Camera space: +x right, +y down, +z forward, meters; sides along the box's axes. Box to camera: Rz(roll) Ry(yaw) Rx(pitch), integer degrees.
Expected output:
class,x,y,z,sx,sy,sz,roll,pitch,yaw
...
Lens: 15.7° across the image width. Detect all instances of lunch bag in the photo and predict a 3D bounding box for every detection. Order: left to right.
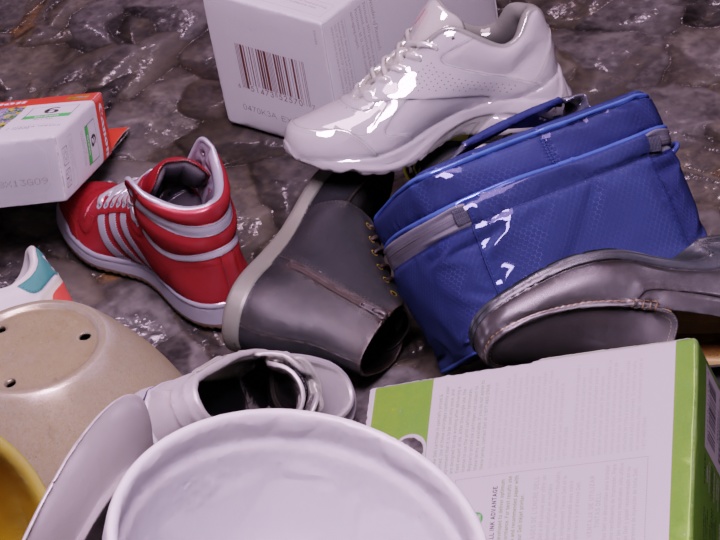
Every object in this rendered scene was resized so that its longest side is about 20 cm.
class,x,y,z,sx,sy,sz,roll,pitch,yaw
lunch bag,0.116,-0.034,1.621,0.199,0.133,0.136,-22,-4,-19

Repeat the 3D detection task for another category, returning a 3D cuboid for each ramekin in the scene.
class,x,y,z,sx,sy,sz,roll,pitch,yaw
ramekin,-0.038,0.177,1.340,0.199,0.105,0.201,7,38,-5

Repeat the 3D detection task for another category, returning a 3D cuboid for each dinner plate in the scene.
class,x,y,z,sx,sy,sz,roll,pitch,yaw
dinner plate,-0.148,0.162,1.368,0.024,0.201,0.200,21,43,12

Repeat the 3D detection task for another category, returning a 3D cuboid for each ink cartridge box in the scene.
class,x,y,z,sx,sy,sz,roll,pitch,yaw
ink cartridge box,-0.239,-0.092,1.850,0.108,0.051,0.200,-5,17,11
ink cartridge box,0.102,0.129,1.462,0.199,0.076,0.148,-9,52,21

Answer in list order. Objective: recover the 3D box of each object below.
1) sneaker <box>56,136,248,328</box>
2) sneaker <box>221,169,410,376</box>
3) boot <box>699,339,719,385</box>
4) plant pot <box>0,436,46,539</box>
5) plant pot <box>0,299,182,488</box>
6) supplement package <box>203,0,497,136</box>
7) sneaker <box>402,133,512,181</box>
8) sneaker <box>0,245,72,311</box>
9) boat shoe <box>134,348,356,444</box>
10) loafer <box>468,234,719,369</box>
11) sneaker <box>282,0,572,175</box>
class,x,y,z,sx,sy,sz,roll,pitch,yaw
sneaker,-0.146,-0.047,1.763,0.071,0.113,0.200,-33,41,-28
sneaker,0.000,0.000,1.712,0.106,0.075,0.200,17,46,19
boot,0.185,0.090,1.532,0.199,0.078,0.139,-13,40,-2
plant pot,-0.294,0.177,1.434,0.188,0.201,0.201,1,34,39
plant pot,-0.182,0.098,1.553,0.199,0.135,0.201,-6,36,4
supplement package,-0.004,-0.193,1.927,0.117,0.118,0.200,18,44,35
sneaker,0.062,-0.066,1.787,0.084,0.075,0.200,-1,27,22
sneaker,-0.273,0.049,1.660,0.199,0.094,0.070,-23,4,-22
boat shoe,-0.055,0.077,1.539,0.066,0.072,0.200,-27,-17,33
loafer,0.163,0.031,1.502,0.199,0.073,0.073,-12,53,-10
sneaker,0.038,-0.129,1.721,0.199,0.100,0.078,-19,25,-13
